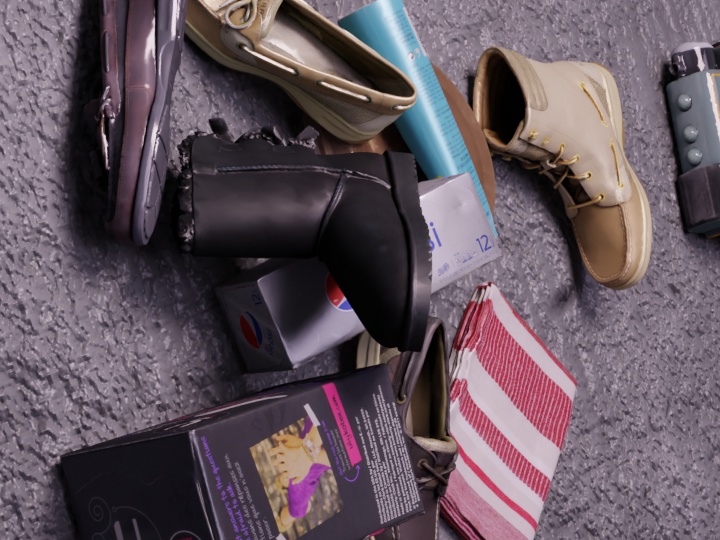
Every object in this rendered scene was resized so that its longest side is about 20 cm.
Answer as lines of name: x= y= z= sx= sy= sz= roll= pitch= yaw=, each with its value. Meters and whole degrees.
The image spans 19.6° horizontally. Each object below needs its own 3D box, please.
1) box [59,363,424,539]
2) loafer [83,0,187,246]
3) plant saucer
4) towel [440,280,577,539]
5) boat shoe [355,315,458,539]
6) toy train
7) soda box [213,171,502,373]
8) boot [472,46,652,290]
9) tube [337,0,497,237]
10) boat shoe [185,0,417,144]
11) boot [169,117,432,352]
box: x=-0.071 y=0.137 z=1.320 sx=0.200 sy=0.122 sz=0.107 roll=-15 pitch=90 yaw=-51
loafer: x=-0.154 y=-0.111 z=1.363 sx=0.072 sy=0.063 sz=0.201 roll=92 pitch=3 yaw=-68
plant saucer: x=0.036 y=-0.091 z=1.578 sx=0.200 sy=0.029 sz=0.201 roll=27 pitch=50 yaw=-37
towel: x=0.110 y=0.124 z=1.625 sx=0.144 sy=0.023 sz=0.201 roll=48 pitch=45 yaw=-31
boat shoe: x=0.036 y=0.129 z=1.492 sx=0.073 sy=0.065 sz=0.201 roll=0 pitch=84 yaw=-54
toy train: x=0.342 y=-0.121 z=1.944 sx=0.114 sy=0.085 sz=0.201 roll=-1 pitch=79 yaw=-41
soda box: x=0.000 y=0.000 z=1.454 sx=0.199 sy=0.063 sz=0.069 roll=-28 pitch=100 yaw=-32
boot: x=0.165 y=-0.084 z=1.717 sx=0.155 sy=0.073 sz=0.201 roll=5 pitch=73 yaw=-50
tube: x=0.050 y=-0.108 z=1.544 sx=0.201 sy=0.050 sz=0.077 roll=62 pitch=24 yaw=-4
boat shoe: x=-0.051 y=-0.166 z=1.466 sx=0.200 sy=0.063 sz=0.073 roll=38 pitch=51 yaw=-17
boot: x=-0.040 y=-0.023 z=1.354 sx=0.161 sy=0.074 sz=0.199 roll=4 pitch=38 yaw=-10
